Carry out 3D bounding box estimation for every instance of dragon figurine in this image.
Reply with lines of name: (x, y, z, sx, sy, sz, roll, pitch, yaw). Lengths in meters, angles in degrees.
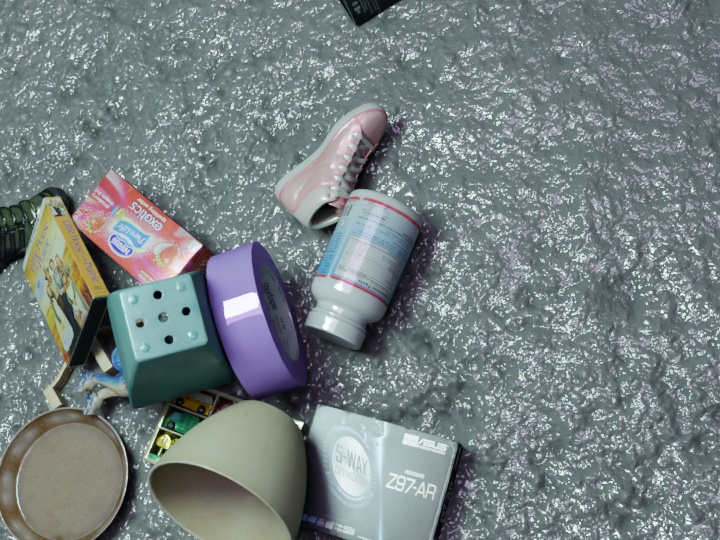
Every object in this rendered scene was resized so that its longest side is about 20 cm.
dragon figurine: (-0.309, 0.130, 1.579, 0.200, 0.059, 0.099, -44, 41, -20)

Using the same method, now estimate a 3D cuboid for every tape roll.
tape roll: (-0.135, 0.066, 1.492, 0.065, 0.200, 0.201, -19, 69, 8)

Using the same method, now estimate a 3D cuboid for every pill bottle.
pill bottle: (0.000, 0.000, 1.530, 0.108, 0.109, 0.201, 20, 79, 19)

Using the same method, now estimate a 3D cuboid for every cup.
cup: (-0.147, 0.250, 1.428, 0.199, 0.201, 0.144, 14, 49, 17)

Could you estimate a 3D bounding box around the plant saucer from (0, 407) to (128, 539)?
plant saucer: (-0.411, 0.293, 1.575, 0.199, 0.035, 0.201, -4, 70, 12)

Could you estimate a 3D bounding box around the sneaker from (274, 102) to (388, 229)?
sneaker: (-0.022, -0.138, 1.590, 0.200, 0.075, 0.105, -42, 52, 6)

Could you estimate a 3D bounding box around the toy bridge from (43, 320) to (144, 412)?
toy bridge: (-0.372, 0.119, 1.625, 0.200, 0.027, 0.067, -37, 67, 0)

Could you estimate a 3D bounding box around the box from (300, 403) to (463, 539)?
box: (0.017, 0.277, 1.471, 0.199, 0.044, 0.161, 13, 77, 17)

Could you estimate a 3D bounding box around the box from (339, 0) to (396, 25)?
box: (0.017, -0.513, 1.684, 0.196, 0.124, 0.200, -31, 68, 4)

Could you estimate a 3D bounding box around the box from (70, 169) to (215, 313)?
box: (-0.307, -0.041, 1.624, 0.200, 0.095, 0.100, 38, 86, 21)

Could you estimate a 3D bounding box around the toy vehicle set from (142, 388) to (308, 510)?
toy vehicle set: (-0.185, 0.235, 1.543, 0.199, 0.027, 0.125, 17, 77, 18)

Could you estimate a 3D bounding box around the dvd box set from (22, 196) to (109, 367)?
dvd box set: (-0.421, 0.015, 1.607, 0.200, 0.029, 0.147, 56, 134, 31)

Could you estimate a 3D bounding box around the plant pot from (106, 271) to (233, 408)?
plant pot: (-0.246, 0.078, 1.435, 0.141, 0.200, 0.142, -15, 78, -9)

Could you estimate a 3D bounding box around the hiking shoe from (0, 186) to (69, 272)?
hiking shoe: (-0.526, -0.060, 1.681, 0.200, 0.101, 0.076, -38, 69, 0)
